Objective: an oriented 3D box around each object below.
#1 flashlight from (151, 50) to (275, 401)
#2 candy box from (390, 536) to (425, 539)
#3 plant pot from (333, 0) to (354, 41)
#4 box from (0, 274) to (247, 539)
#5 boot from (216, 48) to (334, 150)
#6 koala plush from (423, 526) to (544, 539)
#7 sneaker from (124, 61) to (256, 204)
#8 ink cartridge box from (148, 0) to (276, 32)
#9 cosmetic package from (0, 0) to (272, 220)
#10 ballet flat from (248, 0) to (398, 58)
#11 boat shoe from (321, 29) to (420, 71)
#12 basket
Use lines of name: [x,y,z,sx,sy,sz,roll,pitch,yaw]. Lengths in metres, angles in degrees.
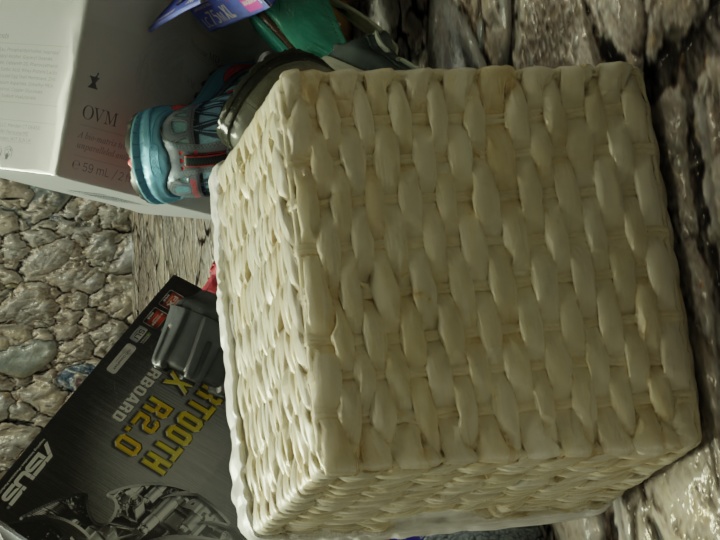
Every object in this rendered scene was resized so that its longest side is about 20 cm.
flashlight: [-0.067,-0.028,1.154,0.068,0.067,0.202,65,-133,-77]
candy box: [-0.057,0.157,1.252,0.170,0.199,0.077,53,-177,18]
plant pot: [-0.081,-0.204,1.532,0.187,0.184,0.201,-105,30,-43]
box: [-0.108,0.118,1.172,0.157,0.200,0.049,28,152,21]
boot: [0.016,-0.048,1.065,0.130,0.200,0.068,39,98,29]
koala plush: [0.010,0.230,1.123,0.177,0.198,0.186,-141,48,-75]
sneaker: [-0.071,-0.089,1.289,0.200,0.095,0.080,-41,-55,-58]
ink cartridge box: [-0.047,-0.221,1.265,0.042,0.200,0.119,49,161,-15]
cosmetic package: [-0.161,-0.150,1.358,0.122,0.198,0.202,7,86,39]
ballet flat: [0.008,-0.116,1.296,0.201,0.070,0.067,53,177,-3]
boat shoe: [0.042,-0.103,1.168,0.200,0.062,0.073,32,153,53]
basket: [0.039,0.018,0.921,0.161,0.196,0.202,130,135,-70]
